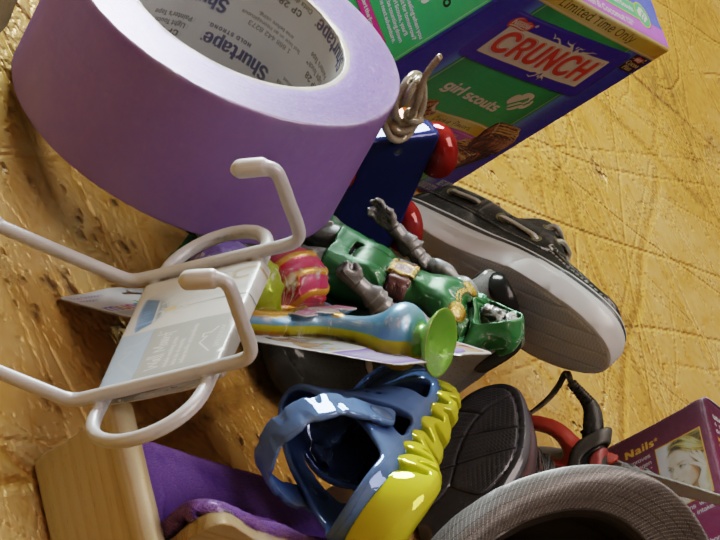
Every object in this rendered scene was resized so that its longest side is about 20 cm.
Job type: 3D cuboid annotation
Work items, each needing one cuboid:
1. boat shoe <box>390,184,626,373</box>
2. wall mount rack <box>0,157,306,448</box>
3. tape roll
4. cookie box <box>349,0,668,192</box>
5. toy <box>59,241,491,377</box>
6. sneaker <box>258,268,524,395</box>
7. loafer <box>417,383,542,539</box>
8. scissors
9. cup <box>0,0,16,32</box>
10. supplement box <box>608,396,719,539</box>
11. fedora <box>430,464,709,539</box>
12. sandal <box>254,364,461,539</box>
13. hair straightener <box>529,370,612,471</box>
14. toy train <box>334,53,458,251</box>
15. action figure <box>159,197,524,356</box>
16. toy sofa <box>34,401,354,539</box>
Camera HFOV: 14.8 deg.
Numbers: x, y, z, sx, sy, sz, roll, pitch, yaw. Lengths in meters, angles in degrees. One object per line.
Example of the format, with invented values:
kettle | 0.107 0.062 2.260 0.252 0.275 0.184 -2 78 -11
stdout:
boat shoe | 0.098 -0.007 1.720 0.200 0.071 0.072 33 -34 36
wall mount rack | -0.122 0.010 1.345 0.200 0.174 0.075 -70 143 -59
tape roll | -0.085 -0.109 1.522 0.200 0.085 0.200 22 31 -14
cookie box | 0.069 -0.143 1.782 0.171 0.200 0.075 20 45 -52
toy | -0.041 0.012 1.443 0.115 0.200 0.047 -4 106 -62
sneaker | 0.030 0.031 1.622 0.200 0.115 0.075 8 55 -58
loafer | 0.073 0.157 1.632 0.063 0.072 0.200 57 29 -36
scissors | 0.158 0.120 1.692 0.014 0.200 0.073 -36 110 -35
cup | -0.233 -0.178 1.334 0.200 0.200 0.143 -51 133 -63
supplement box | 0.205 0.203 1.733 0.103 0.131 0.200 36 34 -40
fedora | 0.092 0.196 1.503 0.177 0.200 0.090 61 -19 -12
sandal | -0.003 0.082 1.389 0.087 0.080 0.200 34 11 -4
hair straightener | 0.111 0.158 1.663 0.041 0.077 0.200 51 40 -70
toy train | 0.000 -0.100 1.642 0.085 0.200 0.116 -9 54 -27
action figure | 0.000 0.000 1.566 0.200 0.055 0.118 23 39 6
toy sofa | -0.059 0.127 1.385 0.200 0.098 0.083 23 43 -49
